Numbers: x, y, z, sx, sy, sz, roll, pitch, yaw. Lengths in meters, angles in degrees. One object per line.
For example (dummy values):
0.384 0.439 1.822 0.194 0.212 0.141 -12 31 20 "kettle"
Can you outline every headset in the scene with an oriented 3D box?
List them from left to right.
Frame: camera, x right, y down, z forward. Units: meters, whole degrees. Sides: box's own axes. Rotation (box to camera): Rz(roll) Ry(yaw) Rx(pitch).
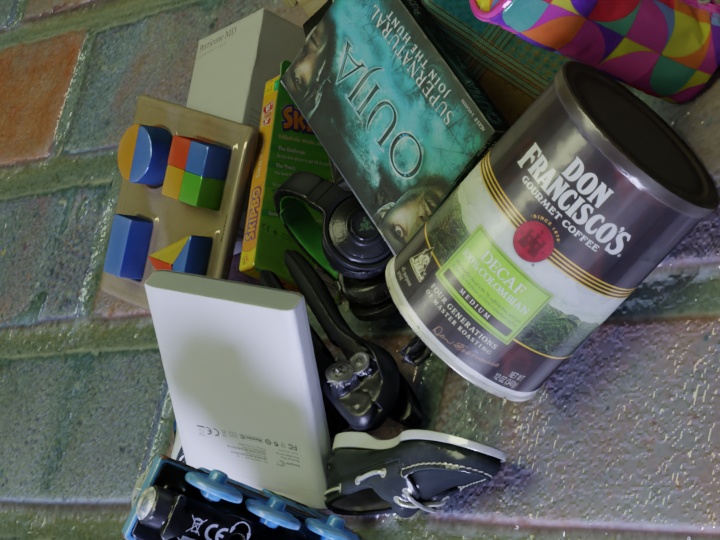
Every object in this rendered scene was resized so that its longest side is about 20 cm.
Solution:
0.000 0.000 1.672 0.200 0.124 0.094 32 69 32 "headset"

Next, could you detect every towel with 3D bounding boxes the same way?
0.094 -0.152 1.620 0.200 0.146 0.022 -50 8 30 "towel"

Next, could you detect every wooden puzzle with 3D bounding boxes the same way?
-0.173 -0.052 1.853 0.200 0.046 0.186 21 101 51 "wooden puzzle"

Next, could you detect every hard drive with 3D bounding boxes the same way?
-0.092 0.095 1.651 0.132 0.200 0.027 9 39 24 "hard drive"

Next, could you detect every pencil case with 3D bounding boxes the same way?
0.173 -0.189 1.506 0.088 0.200 0.089 -32 51 49 "pencil case"

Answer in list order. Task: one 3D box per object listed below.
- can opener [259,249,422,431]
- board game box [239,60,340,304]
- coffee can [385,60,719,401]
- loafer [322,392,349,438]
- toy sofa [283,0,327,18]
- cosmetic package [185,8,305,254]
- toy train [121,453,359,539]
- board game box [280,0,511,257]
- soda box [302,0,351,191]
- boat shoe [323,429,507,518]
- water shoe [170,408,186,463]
-0.027 0.057 1.669 0.063 0.079 0.200 -38 53 -5 "can opener"
-0.049 -0.076 1.802 0.030 0.095 0.201 -18 56 47 "board game box"
0.135 -0.026 1.492 0.200 0.146 0.147 -49 38 22 "coffee can"
-0.070 0.082 1.751 0.070 0.068 0.201 -44 39 -4 "loafer"
0.007 -0.305 1.898 0.200 0.098 0.083 -22 29 44 "toy sofa"
-0.106 -0.125 1.918 0.113 0.081 0.201 -21 55 48 "cosmetic package"
-0.090 0.203 1.603 0.087 0.200 0.114 -67 25 -1 "toy train"
0.024 -0.125 1.591 0.135 0.028 0.200 -53 53 29 "board game box"
0.006 -0.150 1.797 0.063 0.071 0.200 -41 41 31 "soda box"
0.039 0.157 1.573 0.200 0.075 0.061 -15 56 61 "boat shoe"
-0.122 0.127 1.771 0.079 0.071 0.201 -67 -22 -72 "water shoe"
